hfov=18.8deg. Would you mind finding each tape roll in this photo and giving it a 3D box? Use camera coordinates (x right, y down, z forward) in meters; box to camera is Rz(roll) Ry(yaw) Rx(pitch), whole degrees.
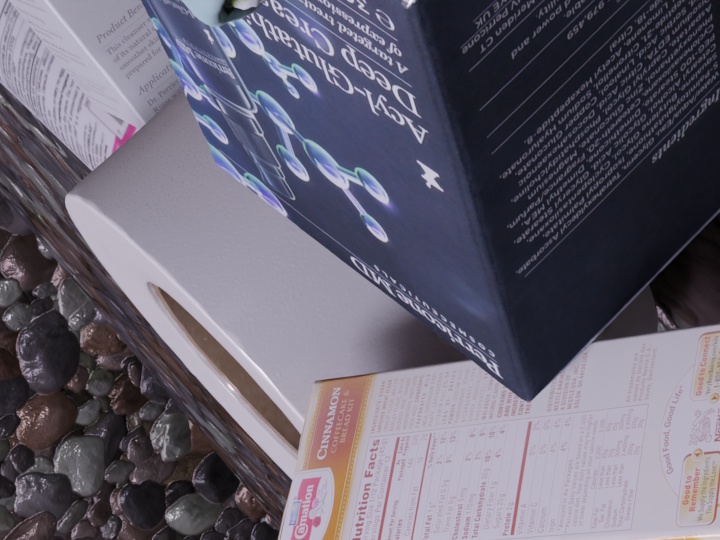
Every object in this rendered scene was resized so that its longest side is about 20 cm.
[{"bbox_3d":[0.000,0.000,0.864,0.203,0.139,0.203,46,171,10],"label":"tape roll"}]

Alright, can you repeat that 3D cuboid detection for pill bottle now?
[{"bbox_3d":[-0.127,-0.121,1.098,0.200,0.113,0.113,43,169,27],"label":"pill bottle"}]

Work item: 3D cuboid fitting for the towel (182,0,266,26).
[{"bbox_3d":[-0.059,-0.132,0.398,0.171,0.048,0.200,51,171,-2],"label":"towel"}]

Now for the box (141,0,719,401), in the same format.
[{"bbox_3d":[0.017,-0.083,0.623,0.148,0.107,0.200,37,163,30],"label":"box"}]

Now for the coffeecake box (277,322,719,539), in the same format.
[{"bbox_3d":[0.098,0.087,0.711,0.200,0.073,0.153,-10,147,41],"label":"coffeecake box"}]

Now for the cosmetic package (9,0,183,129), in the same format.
[{"bbox_3d":[-0.115,-0.167,0.883,0.200,0.113,0.081,54,168,-25],"label":"cosmetic package"}]
